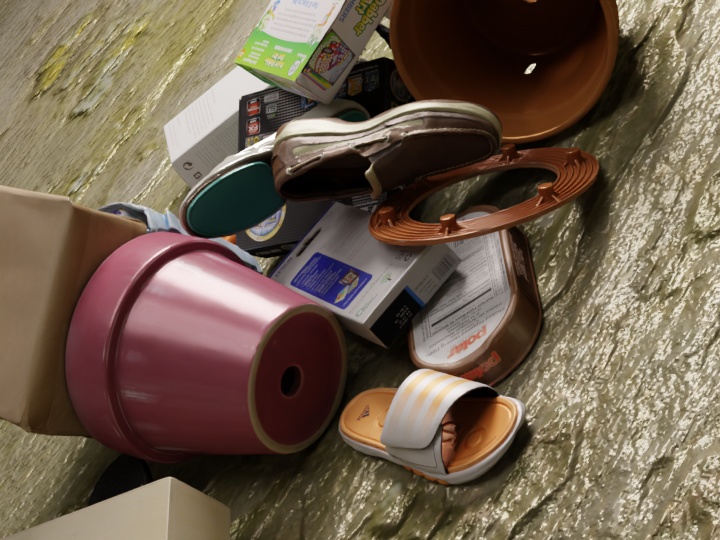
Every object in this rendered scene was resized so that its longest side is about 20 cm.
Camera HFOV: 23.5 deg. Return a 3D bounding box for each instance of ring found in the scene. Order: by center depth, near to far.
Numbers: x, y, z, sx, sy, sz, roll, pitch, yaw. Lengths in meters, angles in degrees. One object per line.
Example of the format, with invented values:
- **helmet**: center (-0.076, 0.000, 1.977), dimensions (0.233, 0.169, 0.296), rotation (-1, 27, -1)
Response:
- **ring**: center (0.101, -0.069, 1.452), dimensions (0.200, 0.019, 0.200), rotation (-15, 18, 5)

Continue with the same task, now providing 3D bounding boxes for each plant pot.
- **plant pot**: center (-0.118, 0.076, 1.471), dimensions (0.179, 0.200, 0.200), rotation (11, 58, 37)
- **plant pot**: center (0.138, -0.231, 1.547), dimensions (0.200, 0.200, 0.140), rotation (-26, 18, 28)

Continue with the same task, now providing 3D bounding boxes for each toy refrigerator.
- **toy refrigerator**: center (-0.206, 0.238, 1.410), dimensions (0.200, 0.076, 0.070), rotation (-23, 51, 29)

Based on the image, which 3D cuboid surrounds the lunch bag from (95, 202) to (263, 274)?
- **lunch bag**: center (-0.214, 0.026, 1.628), dimensions (0.200, 0.170, 0.127), rotation (-33, 60, 20)

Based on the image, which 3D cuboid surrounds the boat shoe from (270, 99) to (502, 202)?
- **boat shoe**: center (0.021, -0.091, 1.475), dimensions (0.202, 0.075, 0.075), rotation (-7, 48, 18)

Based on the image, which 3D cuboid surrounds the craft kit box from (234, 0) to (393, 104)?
- **craft kit box**: center (-0.025, -0.257, 1.603), dimensions (0.198, 0.049, 0.200), rotation (-56, 23, -1)

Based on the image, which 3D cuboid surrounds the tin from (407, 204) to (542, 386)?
- **tin**: center (0.088, 0.022, 1.423), dimensions (0.112, 0.042, 0.200), rotation (-36, 30, 21)

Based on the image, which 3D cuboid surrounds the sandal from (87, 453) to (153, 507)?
- **sandal**: center (-0.186, 0.241, 1.480), dimensions (0.075, 0.045, 0.200), rotation (-41, 44, 15)

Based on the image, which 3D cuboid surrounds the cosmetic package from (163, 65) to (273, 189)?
- **cosmetic package**: center (-0.116, -0.174, 1.884), dimensions (0.200, 0.074, 0.102), rotation (-36, 31, 10)

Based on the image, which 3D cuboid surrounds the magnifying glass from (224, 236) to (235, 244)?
- **magnifying glass**: center (-0.101, -0.072, 1.791), dimensions (0.200, 0.022, 0.080), rotation (-51, 31, -16)

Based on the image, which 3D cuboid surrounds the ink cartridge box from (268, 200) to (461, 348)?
- **ink cartridge box**: center (0.000, 0.000, 1.489), dimensions (0.099, 0.039, 0.200), rotation (-50, 28, -8)

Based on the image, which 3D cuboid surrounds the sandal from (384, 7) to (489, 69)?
- **sandal**: center (0.060, -0.228, 1.681), dimensions (0.082, 0.203, 0.050), rotation (-20, -38, -55)

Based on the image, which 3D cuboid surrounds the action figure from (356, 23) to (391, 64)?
- **action figure**: center (0.003, -0.196, 1.733), dimensions (0.119, 0.102, 0.200), rotation (-43, 49, 19)

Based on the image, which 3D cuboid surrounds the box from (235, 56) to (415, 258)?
- **box**: center (-0.035, -0.104, 1.643), dimensions (0.200, 0.044, 0.160), rotation (-9, 75, 42)

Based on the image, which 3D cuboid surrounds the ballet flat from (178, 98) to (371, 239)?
- **ballet flat**: center (-0.081, -0.094, 1.563), dimensions (0.200, 0.069, 0.069), rotation (-32, 28, -12)

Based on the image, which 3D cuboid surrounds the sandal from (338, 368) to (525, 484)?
- **sandal**: center (0.038, 0.113, 1.343), dimensions (0.207, 0.059, 0.079), rotation (1, 52, 51)

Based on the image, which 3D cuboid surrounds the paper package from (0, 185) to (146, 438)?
- **paper package**: center (-0.305, 0.030, 1.523), dimensions (0.191, 0.103, 0.200), rotation (11, 86, 35)
